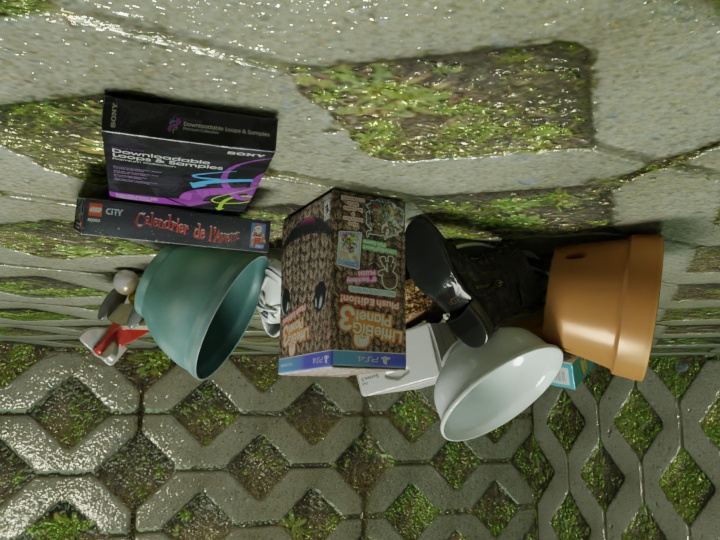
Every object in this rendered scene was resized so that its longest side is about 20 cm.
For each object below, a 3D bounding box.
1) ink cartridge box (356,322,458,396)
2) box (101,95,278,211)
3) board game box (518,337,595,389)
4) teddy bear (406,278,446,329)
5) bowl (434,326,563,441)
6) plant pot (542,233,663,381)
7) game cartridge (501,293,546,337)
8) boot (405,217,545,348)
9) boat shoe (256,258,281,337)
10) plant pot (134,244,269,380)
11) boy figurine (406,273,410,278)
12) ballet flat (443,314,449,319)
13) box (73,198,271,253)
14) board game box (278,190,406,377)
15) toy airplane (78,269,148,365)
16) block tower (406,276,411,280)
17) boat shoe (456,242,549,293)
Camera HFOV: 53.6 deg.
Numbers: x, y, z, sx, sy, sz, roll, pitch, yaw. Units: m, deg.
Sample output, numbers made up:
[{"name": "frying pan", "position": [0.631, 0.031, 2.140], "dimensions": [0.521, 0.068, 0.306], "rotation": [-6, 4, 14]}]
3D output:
[{"name": "ink cartridge box", "position": [0.099, 0.144, 1.161], "dimensions": [0.145, 0.084, 0.200], "rotation": [-20, 166, 25]}, {"name": "box", "position": [-0.165, -0.101, 0.670], "dimensions": [0.142, 0.036, 0.200], "rotation": [4, 167, -16]}, {"name": "board game box", "position": [0.310, 0.106, 1.133], "dimensions": [0.150, 0.047, 0.200], "rotation": [5, -152, 40]}, {"name": "teddy bear", "position": [0.136, 0.029, 1.127], "dimensions": [0.199, 0.067, 0.145], "rotation": [-24, 155, -8]}, {"name": "bowl", "position": [0.177, 0.143, 1.004], "dimensions": [0.200, 0.091, 0.202], "rotation": [-23, 145, -17]}, {"name": "plant pot", "position": [0.333, 0.043, 0.993], "dimensions": [0.139, 0.201, 0.200], "rotation": [7, 171, 19]}, {"name": "game cartridge", "position": [0.275, 0.061, 1.159], "dimensions": [0.199, 0.033, 0.176], "rotation": [-18, -163, -2]}, {"name": "boot", "position": [0.158, -0.004, 0.961], "dimensions": [0.174, 0.201, 0.069], "rotation": [-32, -178, -43]}, {"name": "boat shoe", "position": [-0.124, 0.052, 1.085], "dimensions": [0.073, 0.065, 0.200], "rotation": [36, 158, 17]}, {"name": "plant pot", "position": [-0.240, 0.040, 1.037], "dimensions": [0.134, 0.201, 0.200], "rotation": [26, 170, 7]}, {"name": "boy figurine", "position": [0.063, 0.038, 1.269], "dimensions": [0.199, 0.065, 0.124], "rotation": [5, 163, -10]}, {"name": "ballet flat", "position": [0.150, 0.061, 1.372], "dimensions": [0.199, 0.070, 0.069], "rotation": [5, 168, -20]}, {"name": "box", "position": [-0.218, -0.052, 0.817], "dimensions": [0.199, 0.038, 0.136], "rotation": [5, -176, -25]}, {"name": "board game box", "position": [-0.025, 0.024, 0.865], "dimensions": [0.096, 0.201, 0.159], "rotation": [6, 167, -27]}, {"name": "toy airplane", "position": [-0.403, 0.070, 1.248], "dimensions": [0.199, 0.142, 0.199], "rotation": [-16, -163, 12]}, {"name": "block tower", "position": [0.013, 0.029, 1.164], "dimensions": [0.199, 0.058, 0.054], "rotation": [10, -164, -21]}, {"name": "boat shoe", "position": [0.196, 0.004, 1.048], "dimensions": [0.199, 0.060, 0.076], "rotation": [-3, 130, -24]}]
